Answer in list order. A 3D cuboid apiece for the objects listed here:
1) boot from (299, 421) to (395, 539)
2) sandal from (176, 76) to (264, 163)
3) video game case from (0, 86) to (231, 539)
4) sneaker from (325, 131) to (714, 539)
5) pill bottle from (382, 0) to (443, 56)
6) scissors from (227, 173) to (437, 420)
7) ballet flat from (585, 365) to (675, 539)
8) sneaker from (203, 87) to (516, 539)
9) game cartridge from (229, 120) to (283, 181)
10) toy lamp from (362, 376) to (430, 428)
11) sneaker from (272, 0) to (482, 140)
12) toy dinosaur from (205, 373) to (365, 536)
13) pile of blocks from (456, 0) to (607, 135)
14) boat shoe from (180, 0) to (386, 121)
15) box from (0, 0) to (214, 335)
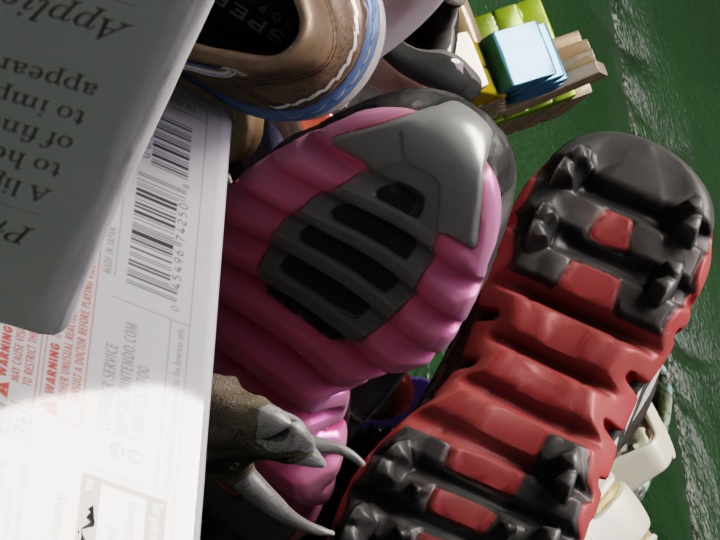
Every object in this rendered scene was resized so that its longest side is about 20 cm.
[{"bbox_3d":[0.032,0.162,0.949,0.163,0.073,0.198,-91,156,-47],"label":"boot"},{"bbox_3d":[-0.111,-0.108,0.797,0.070,0.078,0.212,-21,71,-29],"label":"sandal"},{"bbox_3d":[-0.118,0.006,0.646,0.182,0.023,0.200,23,47,-24],"label":"video game case"},{"bbox_3d":[0.047,0.055,0.863,0.201,0.071,0.098,-60,172,-20],"label":"sneaker"},{"bbox_3d":[-0.058,-0.156,0.866,0.200,0.112,0.112,62,19,13],"label":"pill bottle"},{"bbox_3d":[-0.052,-0.025,0.912,0.200,0.073,0.014,41,54,-4],"label":"scissors"},{"bbox_3d":[0.072,0.080,0.935,0.074,0.074,0.200,64,22,-21],"label":"ballet flat"},{"bbox_3d":[0.000,0.000,0.824,0.079,0.200,0.095,41,51,4],"label":"sneaker"},{"bbox_3d":[-0.028,-0.053,1.005,0.130,0.038,0.200,-29,101,-64],"label":"game cartridge"},{"bbox_3d":[0.060,0.074,1.087,0.200,0.058,0.058,12,63,-66],"label":"toy lamp"},{"bbox_3d":[0.005,-0.115,0.965,0.077,0.082,0.200,37,31,-47],"label":"sneaker"},{"bbox_3d":[-0.089,0.004,0.780,0.102,0.077,0.200,51,0,-45],"label":"toy dinosaur"},{"bbox_3d":[0.050,-0.095,1.114,0.200,0.082,0.062,5,64,-80],"label":"pile of blocks"},{"bbox_3d":[-0.084,-0.108,0.721,0.072,0.200,0.072,-64,173,3],"label":"boat shoe"},{"bbox_3d":[-0.125,-0.121,0.567,0.199,0.131,0.200,18,45,-14],"label":"box"}]
